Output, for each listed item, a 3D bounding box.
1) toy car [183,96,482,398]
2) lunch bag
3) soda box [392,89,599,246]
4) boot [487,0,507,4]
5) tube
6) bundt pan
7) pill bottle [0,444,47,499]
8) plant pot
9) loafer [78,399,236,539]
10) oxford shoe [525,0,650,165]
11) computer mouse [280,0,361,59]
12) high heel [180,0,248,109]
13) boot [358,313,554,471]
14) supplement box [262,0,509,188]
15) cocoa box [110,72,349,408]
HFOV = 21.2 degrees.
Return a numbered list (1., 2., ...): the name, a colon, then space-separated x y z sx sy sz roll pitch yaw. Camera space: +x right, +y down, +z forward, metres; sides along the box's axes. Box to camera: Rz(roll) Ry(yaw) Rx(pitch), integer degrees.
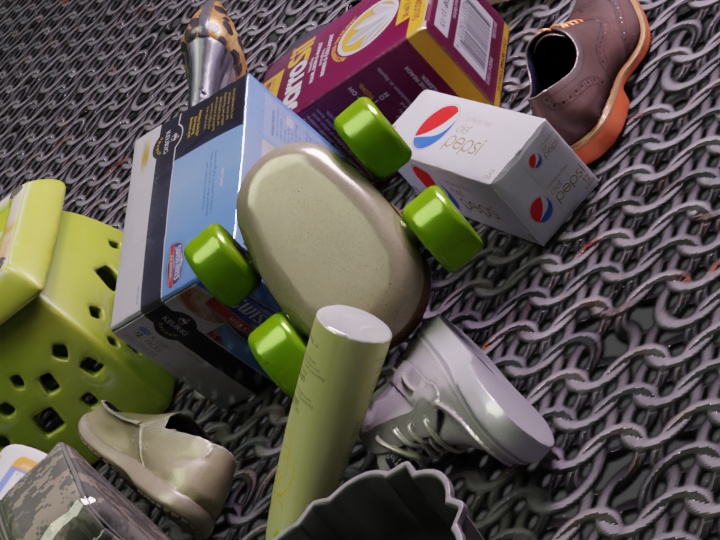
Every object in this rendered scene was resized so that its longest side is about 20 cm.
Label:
1. toy car: 0.000 0.000 1.350 0.164 0.200 0.158 -39 70 5
2. lunch bag: -0.177 0.231 1.191 0.168 0.200 0.139 -45 24 -5
3. soda box: 0.089 -0.079 1.414 0.064 0.068 0.200 -48 25 -8
4. boot: 0.110 -0.278 1.683 0.199 0.073 0.091 -21 39 43
5. tube: -0.031 0.122 1.237 0.058 0.052 0.201 -21 -47 -57
6. bundt pan: 0.003 0.212 1.088 0.201 0.076 0.202 -35 25 20
7. pill bottle: -0.275 0.240 1.434 0.112 0.112 0.201 -5 46 54
8. plant pot: -0.282 0.055 1.650 0.198 0.182 0.201 -35 27 19
9. loafer: -0.147 0.139 1.446 0.068 0.076 0.200 -48 34 -10
10. oxford shoe: 0.165 -0.165 1.424 0.071 0.073 0.201 -29 29 32
11. computer mouse: -0.032 -0.212 1.783 0.200 0.046 0.140 -40 19 -28
12. high heel: -0.113 -0.133 1.668 0.071 0.200 0.144 -2 64 7
13. boot: 0.054 0.101 1.207 0.096 0.073 0.200 -49 16 5
14. supplement box: 0.015 -0.152 1.601 0.199 0.103 0.131 -32 28 29
15. cocoa box: -0.097 -0.023 1.499 0.131 0.133 0.201 -28 42 29
